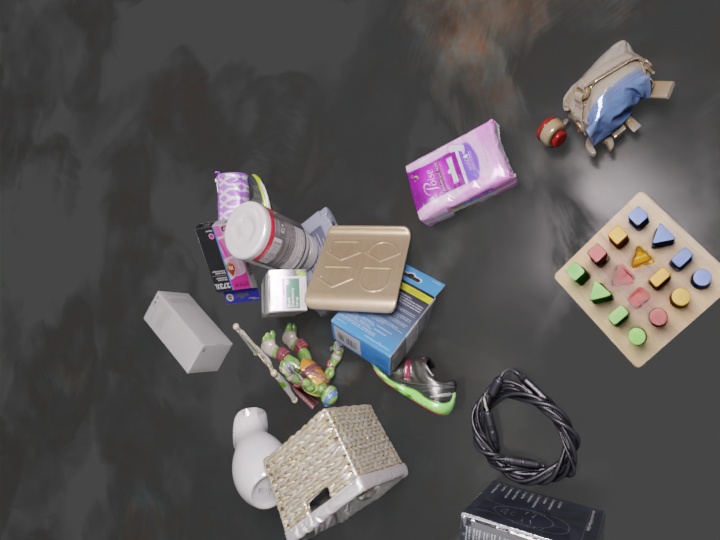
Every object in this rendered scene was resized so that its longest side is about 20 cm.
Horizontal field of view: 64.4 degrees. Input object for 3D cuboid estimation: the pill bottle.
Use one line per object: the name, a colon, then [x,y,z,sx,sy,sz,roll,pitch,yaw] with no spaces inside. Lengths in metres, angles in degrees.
pill bottle: [-0.170,-0.057,1.148,0.107,0.198,0.115,-7,75,28]

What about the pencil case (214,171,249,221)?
pencil case: [-0.301,-0.131,1.334,0.083,0.083,0.209,-11,79,58]

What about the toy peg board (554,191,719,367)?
toy peg board: [0.440,0.010,0.903,0.200,0.097,0.202,-46,66,17]

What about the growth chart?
growth chart: [-0.192,0.188,1.163,0.018,0.147,0.199,-38,46,-14]

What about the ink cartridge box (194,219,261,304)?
ink cartridge box: [-0.294,-0.012,1.282,0.091,0.037,0.206,-7,116,15]

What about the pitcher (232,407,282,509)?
pitcher: [-0.216,0.415,1.193,0.200,0.117,0.178,-139,55,-59]

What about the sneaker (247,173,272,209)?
sneaker: [-0.235,-0.121,1.291,0.078,0.074,0.207,-13,74,-6]

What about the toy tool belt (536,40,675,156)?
toy tool belt: [0.400,-0.260,0.943,0.200,0.123,0.124,-46,58,17]

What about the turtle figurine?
turtle figurine: [-0.108,0.167,1.167,0.192,0.203,0.144,34,65,31]

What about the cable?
cable: [0.281,0.285,0.987,0.200,0.050,0.165,43,105,25]

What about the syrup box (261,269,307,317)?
syrup box: [-0.159,0.050,1.172,0.078,0.200,0.082,-1,83,-15]

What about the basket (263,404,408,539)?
basket: [-0.050,0.375,1.077,0.197,0.198,0.163,-40,66,18]

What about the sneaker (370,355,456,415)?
sneaker: [0.100,0.199,1.095,0.196,0.077,0.085,28,80,25]

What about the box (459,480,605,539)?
box: [0.270,0.437,0.891,0.190,0.198,0.129,4,87,29]

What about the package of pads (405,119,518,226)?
package of pads: [0.187,-0.180,1.077,0.195,0.075,0.125,-24,71,25]

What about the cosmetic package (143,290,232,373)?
cosmetic package: [-0.408,0.143,1.354,0.199,0.107,0.086,42,104,27]

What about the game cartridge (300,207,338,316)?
game cartridge: [-0.082,-0.014,1.230,0.131,0.041,0.205,-31,70,19]

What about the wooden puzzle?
wooden puzzle: [0.000,0.000,1.117,0.178,0.047,0.205,1,49,17]

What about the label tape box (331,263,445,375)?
label tape box: [0.056,0.081,1.106,0.140,0.067,0.200,27,54,26]
